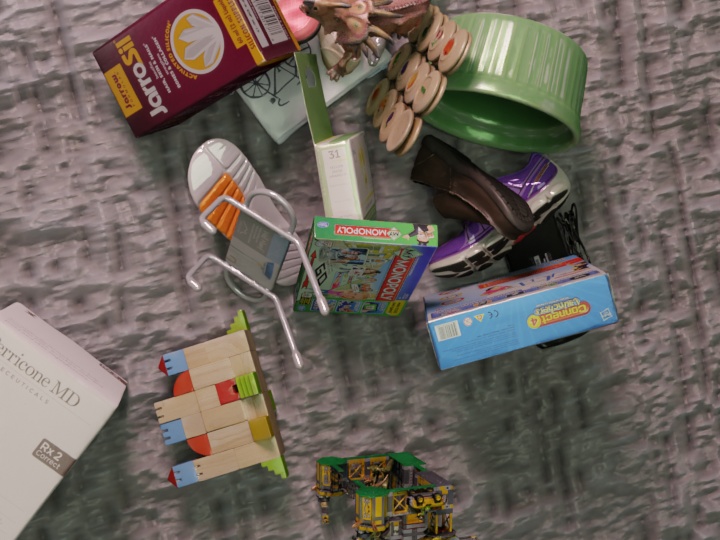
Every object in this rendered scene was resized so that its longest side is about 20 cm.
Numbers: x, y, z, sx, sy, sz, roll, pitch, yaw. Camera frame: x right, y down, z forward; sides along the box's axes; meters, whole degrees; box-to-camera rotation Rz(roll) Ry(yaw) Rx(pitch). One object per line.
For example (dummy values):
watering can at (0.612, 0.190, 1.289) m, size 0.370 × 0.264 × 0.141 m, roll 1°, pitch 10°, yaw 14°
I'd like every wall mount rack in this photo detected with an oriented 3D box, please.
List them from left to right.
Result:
wall mount rack at (-0.106, 0.010, 1.090) m, size 0.173 × 0.200 × 0.075 m, roll 33°, pitch 52°, yaw 5°

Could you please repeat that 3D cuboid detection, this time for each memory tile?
memory tile at (0.059, -0.217, 1.101) m, size 0.017 × 0.200 × 0.154 m, roll 26°, pitch 108°, yaw -20°

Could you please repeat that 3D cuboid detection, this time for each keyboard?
keyboard at (0.241, -0.009, 1.240) m, size 0.103 × 0.040 × 0.201 m, roll -18°, pitch 97°, yaw 16°

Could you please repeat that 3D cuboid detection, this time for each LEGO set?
LEGO set at (0.029, 0.291, 1.146) m, size 0.153 × 0.200 × 0.117 m, roll -2°, pitch 95°, yaw -29°

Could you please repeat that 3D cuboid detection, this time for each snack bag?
snack bag at (-0.088, -0.277, 1.175) m, size 0.188 × 0.021 × 0.201 m, roll -37°, pitch 98°, yaw -6°

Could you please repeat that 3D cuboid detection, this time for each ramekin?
ramekin at (0.165, -0.215, 1.133) m, size 0.199 × 0.200 × 0.098 m, roll 16°, pitch 83°, yaw -9°

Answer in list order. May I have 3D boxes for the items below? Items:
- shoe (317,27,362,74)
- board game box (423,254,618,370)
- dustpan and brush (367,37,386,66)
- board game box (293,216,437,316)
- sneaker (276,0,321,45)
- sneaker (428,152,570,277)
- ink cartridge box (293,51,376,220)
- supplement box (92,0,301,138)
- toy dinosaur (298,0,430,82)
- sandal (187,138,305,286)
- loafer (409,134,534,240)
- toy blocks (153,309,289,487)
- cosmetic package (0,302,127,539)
shoe at (-0.034, -0.330, 1.144) m, size 0.069 × 0.053 × 0.201 m, roll -17°, pitch 98°, yaw -10°
board game box at (0.174, 0.043, 1.125) m, size 0.199 × 0.196 × 0.056 m, roll -16°, pitch 95°, yaw 5°
dustpan and brush at (0.041, -0.341, 1.170) m, size 0.139 × 0.057 × 0.202 m, roll 17°, pitch 73°, yaw -25°
board game box at (0.000, 0.000, 1.116) m, size 0.133 × 0.200 × 0.029 m, roll 4°, pitch 65°, yaw -8°
sneaker at (-0.129, -0.325, 1.100) m, size 0.200 × 0.087 × 0.074 m, roll 41°, pitch 83°, yaw 15°
sneaker at (0.161, -0.065, 1.201) m, size 0.200 × 0.081 × 0.084 m, roll -38°, pitch 69°, yaw 6°
ink cartridge box at (-0.025, -0.149, 1.118) m, size 0.048 × 0.146 × 0.202 m, roll -7°, pitch 100°, yaw 8°
supplement box at (-0.181, -0.240, 1.079) m, size 0.199 × 0.086 × 0.111 m, roll -23°, pitch 98°, yaw 31°
toy dinosaur at (0.024, -0.281, 1.069) m, size 0.199 × 0.135 × 0.086 m, roll -31°, pitch 100°, yaw -21°
sandal at (-0.138, -0.064, 1.162) m, size 0.079 × 0.059 × 0.207 m, roll -40°, pitch 119°, yaw -10°
loafer at (0.127, -0.085, 1.152) m, size 0.073 × 0.200 × 0.072 m, roll 21°, pitch 109°, yaw -41°
toy blocks at (-0.176, 0.162, 1.153) m, size 0.136 × 0.100 × 0.201 m, roll -17°, pitch 86°, yaw 1°
cosmetic package at (-0.384, 0.165, 1.076) m, size 0.165 × 0.165 × 0.200 m, roll 38°, pitch 87°, yaw -10°
